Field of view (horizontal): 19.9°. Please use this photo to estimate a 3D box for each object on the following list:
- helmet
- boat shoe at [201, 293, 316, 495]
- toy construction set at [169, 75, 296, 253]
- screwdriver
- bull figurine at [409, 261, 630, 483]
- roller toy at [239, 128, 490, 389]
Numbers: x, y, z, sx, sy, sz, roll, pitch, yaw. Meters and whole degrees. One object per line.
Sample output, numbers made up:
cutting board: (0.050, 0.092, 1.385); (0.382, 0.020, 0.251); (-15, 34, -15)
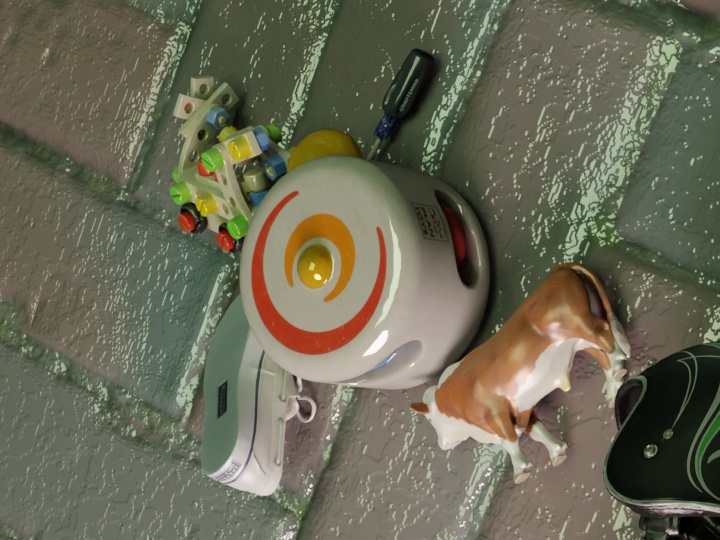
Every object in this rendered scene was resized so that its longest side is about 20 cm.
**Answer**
helmet: (0.261, 0.141, 1.410); (0.200, 0.200, 0.191); (-14, 32, 36)
boat shoe: (-0.080, 0.107, 1.755); (0.075, 0.086, 0.202); (-39, 33, 33)
toy construction set: (-0.117, -0.090, 1.776); (0.200, 0.092, 0.131); (-135, 29, -57)
screwdriver: (0.008, -0.098, 1.737); (0.028, 0.029, 0.200); (41, 108, 34)
bull figurine: (0.128, 0.088, 1.599); (0.200, 0.065, 0.121); (-51, 61, 24)
roller toy: (0.000, 0.000, 1.660); (0.182, 0.140, 0.200); (25, 99, 36)
